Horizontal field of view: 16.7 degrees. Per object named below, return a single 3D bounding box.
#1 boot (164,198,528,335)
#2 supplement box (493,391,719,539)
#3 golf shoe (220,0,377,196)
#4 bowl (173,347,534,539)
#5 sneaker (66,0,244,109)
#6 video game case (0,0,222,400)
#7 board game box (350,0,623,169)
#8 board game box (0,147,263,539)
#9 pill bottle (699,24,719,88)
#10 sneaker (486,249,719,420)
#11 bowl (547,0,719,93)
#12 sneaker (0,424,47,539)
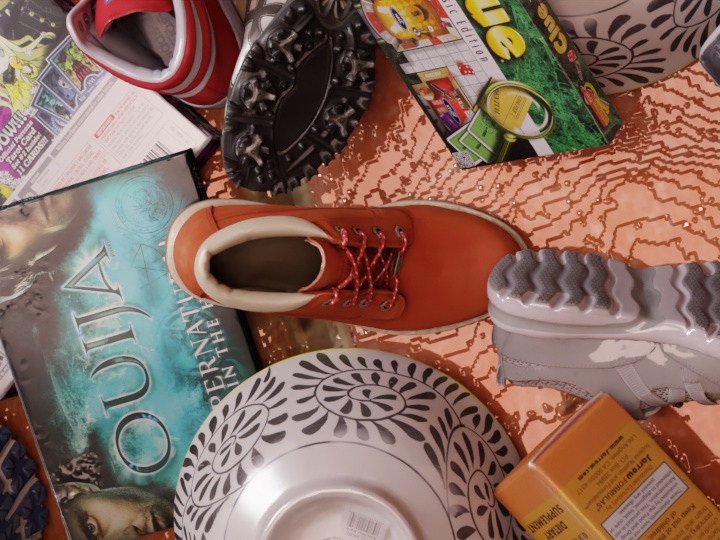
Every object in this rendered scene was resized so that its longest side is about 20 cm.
[{"bbox_3d":[0.000,0.000,1.300,0.200,0.107,0.075,1,93,-10],"label":"boot"},{"bbox_3d":[0.165,0.162,1.283,0.200,0.067,0.069,46,65,4],"label":"supplement box"},{"bbox_3d":[-0.030,-0.140,1.338,0.078,0.094,0.200,17,100,-22],"label":"golf shoe"},{"bbox_3d":[-0.007,0.148,1.311,0.200,0.094,0.201,1,99,4],"label":"bowl"},{"bbox_3d":[-0.134,-0.180,1.342,0.071,0.112,0.200,-34,82,15],"label":"sneaker"},{"bbox_3d":[-0.206,-0.058,1.404,0.181,0.036,0.200,41,101,8],"label":"video game case"},{"bbox_3d":[0.045,-0.138,1.260,0.105,0.023,0.200,-10,126,42],"label":"board game box"},{"bbox_3d":[-0.128,0.047,1.368,0.135,0.028,0.200,-17,98,7],"label":"board game box"},{"bbox_3d":[0.272,-0.066,1.244,0.106,0.106,0.200,-40,82,12],"label":"pill bottle"},{"bbox_3d":[0.165,0.042,1.307,0.200,0.075,0.082,12,128,10],"label":"sneaker"},{"bbox_3d":[0.112,-0.194,1.283,0.200,0.094,0.201,0,91,14],"label":"bowl"},{"bbox_3d":[-0.250,0.104,1.408,0.085,0.077,0.200,-13,106,47],"label":"sneaker"}]
